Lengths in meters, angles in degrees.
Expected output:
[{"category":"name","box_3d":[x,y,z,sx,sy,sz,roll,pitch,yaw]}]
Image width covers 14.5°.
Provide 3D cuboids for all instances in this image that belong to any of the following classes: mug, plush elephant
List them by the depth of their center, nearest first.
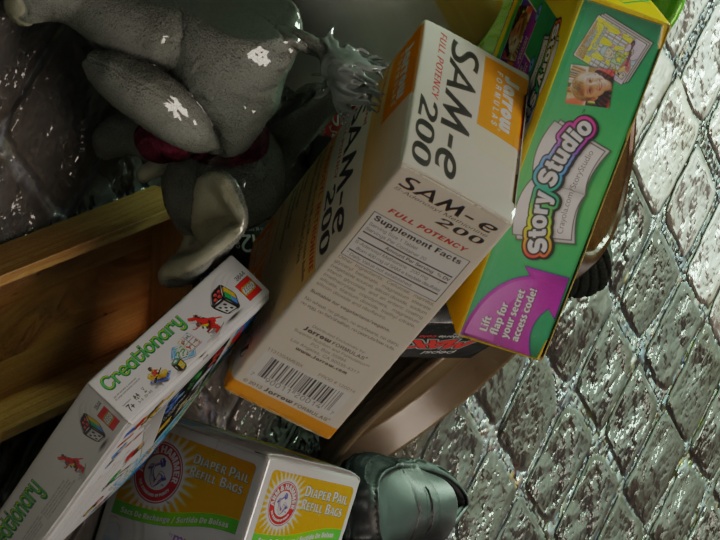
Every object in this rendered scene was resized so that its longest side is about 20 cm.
[{"category":"plush elephant","box_3d":[-0.087,-0.088,1.550,0.165,0.199,0.155,-43,158,-51]},{"category":"mug","box_3d":[0.001,-0.214,1.643,0.187,0.149,0.153,-50,135,-22]}]

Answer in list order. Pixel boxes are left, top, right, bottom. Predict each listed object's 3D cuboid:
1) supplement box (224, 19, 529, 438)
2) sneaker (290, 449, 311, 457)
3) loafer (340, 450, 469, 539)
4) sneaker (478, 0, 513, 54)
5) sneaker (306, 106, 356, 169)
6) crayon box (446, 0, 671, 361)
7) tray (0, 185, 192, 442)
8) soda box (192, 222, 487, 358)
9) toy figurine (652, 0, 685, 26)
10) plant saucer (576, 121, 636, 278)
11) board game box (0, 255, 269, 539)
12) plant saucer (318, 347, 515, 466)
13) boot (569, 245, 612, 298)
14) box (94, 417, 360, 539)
[{"category":"supplement box","box_3d":[0.008,-0.021,1.548,0.200,0.073,0.126,-51,-161,37]},{"category":"sneaker","box_3d":[-0.059,0.203,1.782,0.085,0.074,0.201,76,17,-55]},{"category":"loafer","box_3d":[0.028,0.152,1.854,0.201,0.070,0.069,8,82,-78]},{"category":"sneaker","box_3d":[0.094,-0.133,1.786,0.076,0.075,0.201,-39,120,-71]},{"category":"sneaker","box_3d":[0.049,-0.091,1.842,0.201,0.067,0.108,20,89,-52]},{"category":"crayon box","box_3d":[0.103,-0.073,1.602,0.173,0.058,0.201,-106,-146,-71]},{"category":"tray","box_3d":[-0.167,0.025,1.584,0.200,0.037,0.099,-24,125,-52]},{"category":"soda box","box_3d":[-0.004,0.013,1.711,0.199,0.071,0.064,1,70,-30]},{"category":"toy figurine","box_3d":[0.131,-0.263,1.839,0.184,0.150,0.201,27,59,-48]},{"category":"plant saucer","box_3d":[0.138,-0.084,1.787,0.200,0.032,0.201,6,90,-69]},{"category":"board game box","box_3d":[-0.133,0.084,1.562,0.126,0.035,0.200,-43,175,-40]},{"category":"plant saucer","box_3d":[0.047,0.070,1.877,0.200,0.030,0.200,-37,168,-9]},{"category":"boot","box_3d":[0.155,-0.074,2.035,0.200,0.067,0.131,90,8,-60]},{"category":"box","box_3d":[-0.096,0.197,1.708,0.101,0.112,0.201,19,89,-55]}]
